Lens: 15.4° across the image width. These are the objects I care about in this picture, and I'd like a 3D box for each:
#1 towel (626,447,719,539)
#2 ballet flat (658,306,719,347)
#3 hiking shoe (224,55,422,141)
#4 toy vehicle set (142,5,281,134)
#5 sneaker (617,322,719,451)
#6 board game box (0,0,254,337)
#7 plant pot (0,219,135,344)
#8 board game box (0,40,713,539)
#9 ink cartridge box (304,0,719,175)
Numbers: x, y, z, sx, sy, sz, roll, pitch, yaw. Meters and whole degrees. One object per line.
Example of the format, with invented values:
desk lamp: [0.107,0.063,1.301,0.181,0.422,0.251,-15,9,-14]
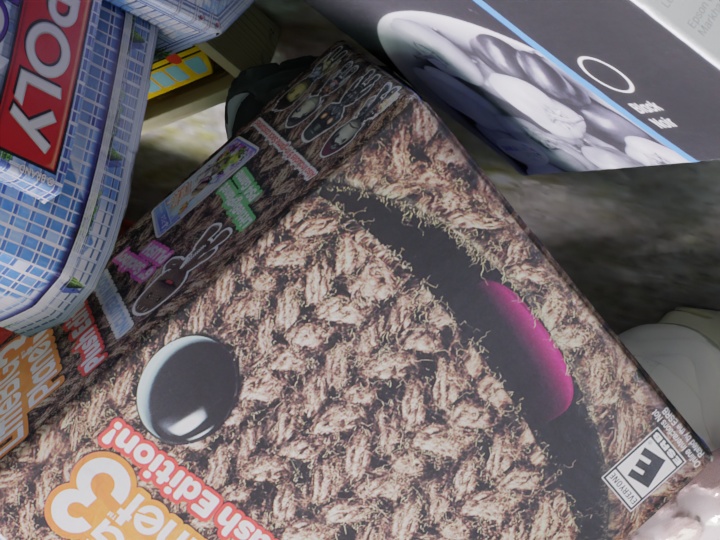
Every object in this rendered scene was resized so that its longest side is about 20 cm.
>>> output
towel: [0.136,0.094,0.940,0.199,0.032,0.191,-31,160,18]
ballet flat: [0.127,0.053,1.017,0.072,0.068,0.200,43,152,-2]
hiking shoe: [0.000,0.000,0.951,0.074,0.087,0.200,-11,148,5]
toy vehicle set: [-0.137,-0.088,0.965,0.124,0.027,0.199,38,146,-29]
sneaker: [0.058,0.056,0.994,0.200,0.080,0.071,-1,116,59]
board game box: [-0.107,-0.093,0.813,0.199,0.202,0.061,23,155,-36]
plant pot: [-0.134,0.074,1.052,0.175,0.201,0.200,-1,160,11]
board game box: [-0.020,0.057,0.849,0.160,0.200,0.097,48,180,-20]
ink cartridge box: [0.022,-0.101,0.749,0.200,0.044,0.198,38,168,-16]
